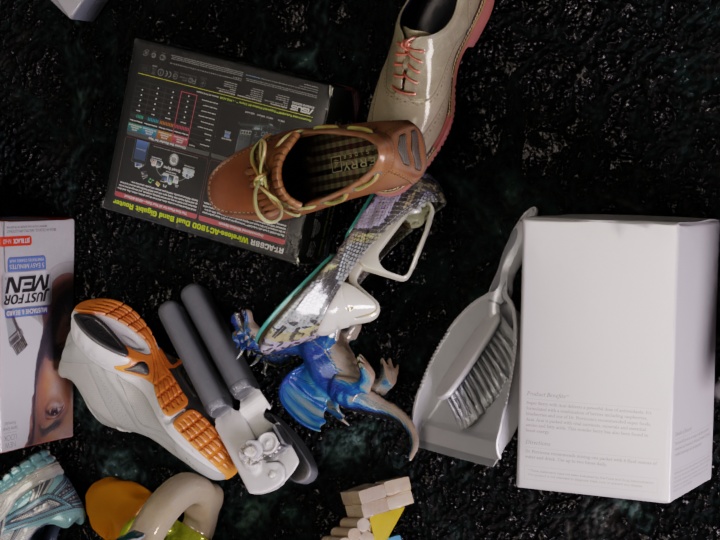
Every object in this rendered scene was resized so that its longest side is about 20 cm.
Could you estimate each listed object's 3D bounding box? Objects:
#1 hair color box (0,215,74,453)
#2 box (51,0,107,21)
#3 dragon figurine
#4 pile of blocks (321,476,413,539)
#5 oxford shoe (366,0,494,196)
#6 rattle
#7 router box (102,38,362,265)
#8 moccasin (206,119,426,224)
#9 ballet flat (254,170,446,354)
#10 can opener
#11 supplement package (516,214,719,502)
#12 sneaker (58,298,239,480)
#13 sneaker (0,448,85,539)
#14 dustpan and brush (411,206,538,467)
[{"bbox_3d":[-0.308,0.053,1.515,0.064,0.111,0.201,4,95,25],"label":"hair color box"},{"bbox_3d":[-0.268,-0.343,1.514,0.200,0.041,0.156,44,109,16],"label":"box"},{"bbox_3d":[-0.026,0.096,1.410,0.099,0.059,0.200,-46,70,22],"label":"dragon figurine"},{"bbox_3d":[-0.018,0.257,1.400,0.082,0.062,0.200,40,73,-11],"label":"pile of blocks"},{"bbox_3d":[0.039,-0.158,1.336,0.070,0.075,0.200,16,84,26],"label":"oxford shoe"},{"bbox_3d":[-0.210,0.214,1.425,0.143,0.200,0.130,40,113,17],"label":"rattle"},{"bbox_3d":[-0.109,-0.101,1.438,0.200,0.062,0.150,17,99,24],"label":"router box"},{"bbox_3d":[-0.045,-0.074,1.322,0.201,0.078,0.074,-2,92,40],"label":"moccasin"},{"bbox_3d":[0.000,0.000,1.359,0.072,0.072,0.200,35,78,20],"label":"ballet flat"},{"bbox_3d":[-0.108,0.103,1.454,0.053,0.066,0.200,-36,69,11],"label":"can opener"},{"bbox_3d":[0.193,0.060,1.272,0.121,0.120,0.201,4,94,27],"label":"supplement package"},{"bbox_3d":[-0.183,0.117,1.491,0.200,0.076,0.092,44,130,14],"label":"sneaker"},{"bbox_3d":[-0.327,0.259,1.555,0.086,0.078,0.200,46,110,13],"label":"sneaker"},{"bbox_3d":[0.103,0.046,1.335,0.200,0.057,0.140,-58,23,-13],"label":"dustpan and brush"}]
